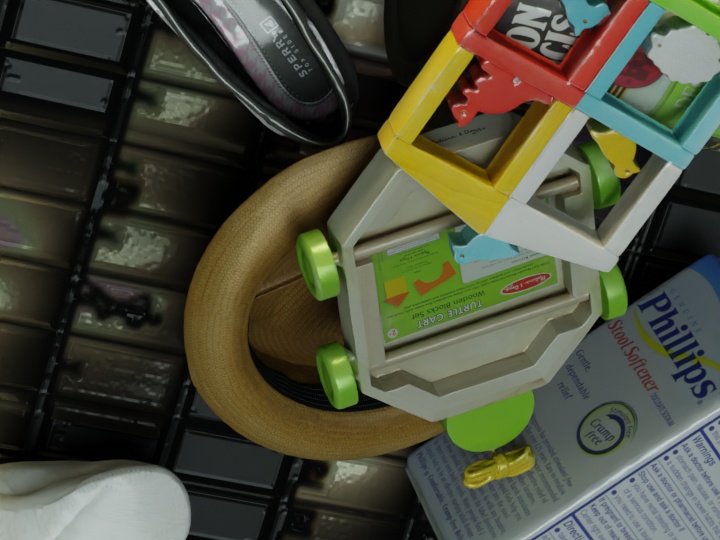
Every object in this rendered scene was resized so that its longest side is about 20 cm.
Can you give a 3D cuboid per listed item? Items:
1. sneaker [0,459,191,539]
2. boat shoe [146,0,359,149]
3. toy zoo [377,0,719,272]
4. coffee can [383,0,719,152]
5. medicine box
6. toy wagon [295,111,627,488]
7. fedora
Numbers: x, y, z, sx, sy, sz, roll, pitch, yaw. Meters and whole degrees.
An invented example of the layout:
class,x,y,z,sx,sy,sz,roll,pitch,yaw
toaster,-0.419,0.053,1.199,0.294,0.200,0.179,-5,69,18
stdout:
class,x,y,z,sx,sy,sz,roll,pitch,yaw
sneaker,-0.191,0.128,1.468,0.199,0.088,0.076,-1,98,-18
boat shoe,-0.066,-0.137,1.385,0.067,0.057,0.200,-38,116,8
toy zoo,0.098,-0.082,1.302,0.131,0.020,0.200,27,111,-24
coffee can,0.128,-0.139,1.374,0.199,0.147,0.147,11,112,-16
medicine box,0.158,0.126,1.512,0.200,0.103,0.182,-34,128,5
toy wagon,0.052,0.018,1.397,0.154,0.040,0.201,-18,129,-11
fedora,0.000,0.000,1.445,0.199,0.082,0.202,-10,122,-17
